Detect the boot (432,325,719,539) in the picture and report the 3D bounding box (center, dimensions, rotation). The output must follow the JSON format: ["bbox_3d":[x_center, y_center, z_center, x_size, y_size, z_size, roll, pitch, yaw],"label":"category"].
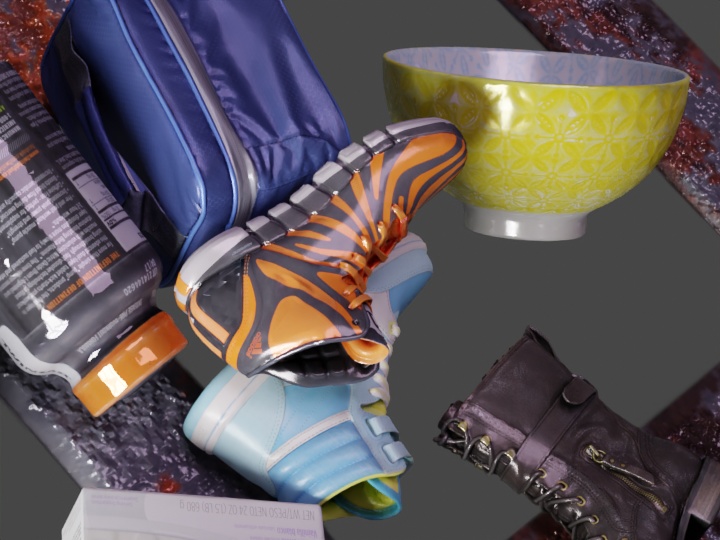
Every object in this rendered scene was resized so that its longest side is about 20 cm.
[{"bbox_3d":[0.120,0.140,1.616,0.173,0.069,0.200,31,48,6],"label":"boot"}]

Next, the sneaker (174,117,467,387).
[{"bbox_3d":[0.000,0.000,1.548,0.199,0.078,0.112,-35,60,-12],"label":"sneaker"}]

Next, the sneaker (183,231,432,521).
[{"bbox_3d":[0.002,0.074,1.596,0.130,0.080,0.200,42,62,11],"label":"sneaker"}]

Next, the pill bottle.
[{"bbox_3d":[-0.186,-0.013,1.545,0.106,0.106,0.200,-37,89,-36],"label":"pill bottle"}]

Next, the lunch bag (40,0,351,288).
[{"bbox_3d":[-0.106,-0.086,1.618,0.132,0.136,0.201,-16,67,-30],"label":"lunch bag"}]

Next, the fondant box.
[{"bbox_3d":[-0.087,0.224,1.470,0.143,0.058,0.201,6,58,-19],"label":"fondant box"}]

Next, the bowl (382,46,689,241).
[{"bbox_3d":[0.109,-0.079,1.706,0.199,0.200,0.109,-2,102,-23],"label":"bowl"}]
